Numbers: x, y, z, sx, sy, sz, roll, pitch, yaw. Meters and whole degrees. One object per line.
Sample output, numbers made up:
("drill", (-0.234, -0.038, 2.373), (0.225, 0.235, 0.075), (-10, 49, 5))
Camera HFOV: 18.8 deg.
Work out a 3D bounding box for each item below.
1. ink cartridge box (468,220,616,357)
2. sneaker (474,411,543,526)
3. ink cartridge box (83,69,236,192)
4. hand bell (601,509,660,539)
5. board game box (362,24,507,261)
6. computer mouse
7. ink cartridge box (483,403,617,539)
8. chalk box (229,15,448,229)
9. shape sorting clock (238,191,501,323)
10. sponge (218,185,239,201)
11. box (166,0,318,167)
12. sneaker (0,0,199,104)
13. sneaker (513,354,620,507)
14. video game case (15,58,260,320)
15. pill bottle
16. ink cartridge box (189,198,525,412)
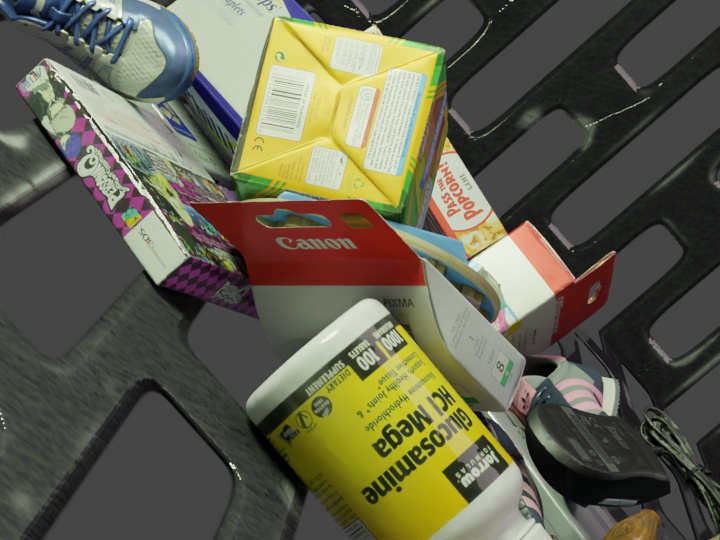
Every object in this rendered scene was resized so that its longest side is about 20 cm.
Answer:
("ink cartridge box", (0.104, 0.038, 1.729), (0.067, 0.200, 0.116), (52, -12, 19))
("sneaker", (0.106, 0.183, 1.487), (0.082, 0.070, 0.201), (41, 25, -38))
("ink cartridge box", (-0.172, -0.137, 1.733), (0.200, 0.037, 0.095), (55, 11, 20))
("hand bell", (0.140, 0.202, 1.337), (0.104, 0.104, 0.200), (49, 40, -1))
("board game box", (0.040, -0.086, 1.785), (0.201, 0.046, 0.152), (58, -11, 8))
("computer mouse", (0.191, 0.156, 1.513), (0.200, 0.046, 0.141), (6, 38, -52))
("ink cartridge box", (0.130, 0.187, 1.688), (0.200, 0.084, 0.175), (54, 11, 24))
("chalk box", (-0.009, -0.076, 1.537), (0.123, 0.125, 0.200), (12, -15, 8))
("shape sorting clock", (0.000, 0.000, 1.488), (0.199, 0.039, 0.200), (14, -16, 4))
("sponge", (-0.056, 0.019, 1.664), (0.200, 0.030, 0.112), (52, 9, 16))
("box", (-0.060, -0.115, 1.741), (0.184, 0.105, 0.200), (48, -13, 45))
("sneaker", (-0.209, -0.180, 1.579), (0.199, 0.076, 0.088), (29, 12, 27))
("sneaker", (0.152, 0.119, 1.659), (0.082, 0.070, 0.200), (25, 14, -2))
("video game case", (-0.141, -0.053, 1.534), (0.182, 0.036, 0.200), (52, 9, 18))
("pill bottle", (0.030, 0.126, 1.373), (0.200, 0.112, 0.112), (49, 9, 3))
("ink cartridge box", (-0.008, 0.026, 1.442), (0.160, 0.050, 0.200), (0, -31, 41))
